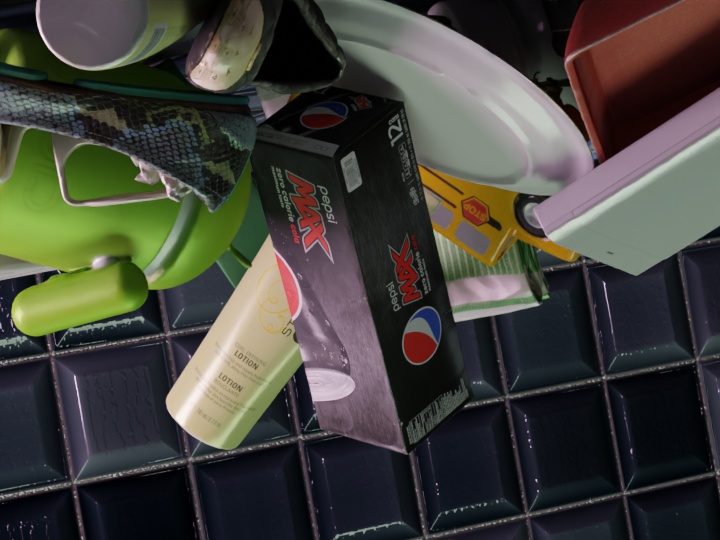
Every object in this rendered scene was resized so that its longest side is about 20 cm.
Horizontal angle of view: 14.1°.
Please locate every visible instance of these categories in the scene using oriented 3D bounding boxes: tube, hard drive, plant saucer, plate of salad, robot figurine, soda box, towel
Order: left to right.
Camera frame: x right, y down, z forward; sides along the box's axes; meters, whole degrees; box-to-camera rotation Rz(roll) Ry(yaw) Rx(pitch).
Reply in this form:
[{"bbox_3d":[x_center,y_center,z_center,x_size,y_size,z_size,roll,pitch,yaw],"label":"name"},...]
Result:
[{"bbox_3d":[-0.145,-0.057,1.518,0.200,0.176,0.116,15,145,-29],"label":"robot figurine"},{"bbox_3d":[-0.108,-0.119,1.346,0.058,0.052,0.200,21,-174,4],"label":"tube"},{"bbox_3d":[-0.041,0.014,1.689,0.058,0.052,0.200,19,115,-41],"label":"tube"},{"bbox_3d":[0.000,0.000,1.604,0.071,0.200,0.063,14,-140,39],"label":"soda box"},{"bbox_3d":[0.023,-0.058,1.828,0.152,0.200,0.023,-12,-163,28],"label":"towel"},{"bbox_3d":[0.040,-0.104,1.570,0.200,0.048,0.200,26,164,8],"label":"plate of salad"},{"bbox_3d":[0.204,-0.067,1.571,0.200,0.026,0.132,-33,158,19],"label":"hard drive"},{"bbox_3d":[0.200,-0.130,1.501,0.200,0.037,0.200,-26,159,3],"label":"plant saucer"}]

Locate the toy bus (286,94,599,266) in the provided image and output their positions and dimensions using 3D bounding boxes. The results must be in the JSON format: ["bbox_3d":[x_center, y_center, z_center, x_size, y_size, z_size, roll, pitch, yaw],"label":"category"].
[{"bbox_3d":[0.055,-0.070,1.752,0.065,0.200,0.078,-47,168,-46],"label":"toy bus"}]

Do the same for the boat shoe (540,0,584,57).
[{"bbox_3d":[0.182,-0.155,1.570,0.200,0.068,0.072,-11,178,-31],"label":"boat shoe"}]

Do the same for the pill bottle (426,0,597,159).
[{"bbox_3d":[0.143,-0.122,1.689,0.200,0.114,0.114,-10,179,-17],"label":"pill bottle"}]

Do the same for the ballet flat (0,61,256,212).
[{"bbox_3d":[-0.152,-0.068,1.407,0.200,0.074,0.074,10,180,2],"label":"ballet flat"}]

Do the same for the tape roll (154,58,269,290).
[{"bbox_3d":[-0.082,-0.038,1.809,0.048,0.200,0.200,-34,179,0],"label":"tape roll"}]

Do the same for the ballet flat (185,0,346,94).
[{"bbox_3d":[-0.042,-0.114,1.415,0.057,0.066,0.200,35,-168,4],"label":"ballet flat"}]

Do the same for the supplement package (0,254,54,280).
[{"bbox_3d":[-0.251,-0.050,1.671,0.120,0.121,0.200,-10,179,17],"label":"supplement package"}]
